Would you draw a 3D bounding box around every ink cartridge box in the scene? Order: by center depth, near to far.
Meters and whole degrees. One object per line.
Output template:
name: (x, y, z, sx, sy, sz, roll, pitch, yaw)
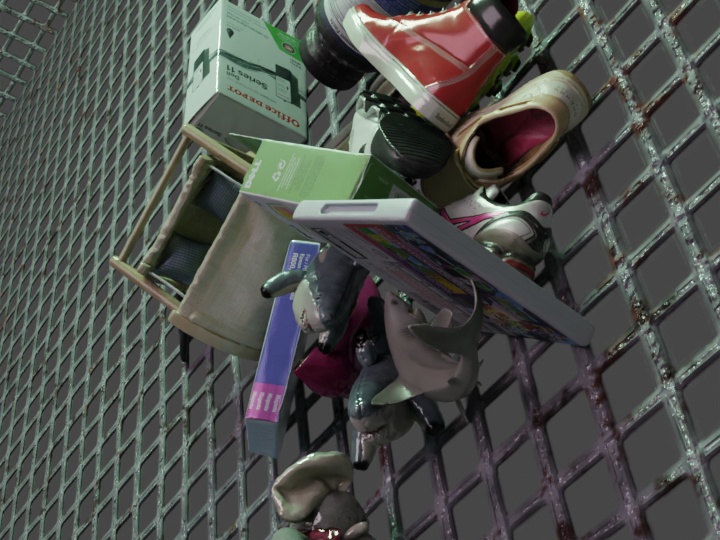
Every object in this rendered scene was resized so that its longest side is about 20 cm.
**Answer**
ink cartridge box: (-0.039, -0.068, 1.128, 0.200, 0.104, 0.059, 14, 76, 45)
ink cartridge box: (-0.080, 0.076, 1.271, 0.200, 0.043, 0.197, 98, -176, -68)
ink cartridge box: (-0.150, -0.245, 1.636, 0.083, 0.147, 0.200, -42, 37, 36)

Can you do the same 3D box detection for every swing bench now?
swing bench: (-0.158, -0.032, 1.440, 0.200, 0.130, 0.199, 37, 102, 41)

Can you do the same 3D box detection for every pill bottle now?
pill bottle: (0.018, -0.301, 1.418, 0.200, 0.112, 0.112, -41, 36, 40)

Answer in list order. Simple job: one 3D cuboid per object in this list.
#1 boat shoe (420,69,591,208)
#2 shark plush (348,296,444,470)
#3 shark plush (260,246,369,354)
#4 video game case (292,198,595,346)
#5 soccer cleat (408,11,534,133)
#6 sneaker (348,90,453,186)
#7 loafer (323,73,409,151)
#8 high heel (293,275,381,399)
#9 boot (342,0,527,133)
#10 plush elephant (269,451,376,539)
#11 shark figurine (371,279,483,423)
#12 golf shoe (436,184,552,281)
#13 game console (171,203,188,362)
boat shoe: (0.117, -0.110, 1.113, 0.200, 0.074, 0.069, -37, 6, 42)
shark plush: (0.025, 0.085, 1.115, 0.091, 0.083, 0.200, -22, 33, 29)
shark plush: (0.000, 0.000, 1.171, 0.200, 0.091, 0.083, -39, 4, -40)
video game case: (0.064, 0.000, 0.996, 0.182, 0.200, 0.023, 5, 65, 60)
soccer cleat: (0.092, -0.190, 1.218, 0.200, 0.084, 0.065, -47, -4, 34)
sneaker: (0.030, -0.102, 1.150, 0.200, 0.074, 0.089, -115, 42, -68)
loafer: (0.031, -0.147, 1.331, 0.200, 0.073, 0.071, -49, 42, 39)
high heel: (-0.030, 0.048, 1.239, 0.067, 0.096, 0.200, -51, 31, 26)
boot: (0.074, -0.237, 1.179, 0.144, 0.072, 0.200, -50, 46, 10)
plush elephant: (-0.029, 0.254, 1.038, 0.200, 0.165, 0.155, 22, 50, 34)
shark figurine: (0.050, 0.083, 0.994, 0.214, 0.089, 0.128, 174, 76, -77)
golf shoe: (0.102, -0.031, 1.103, 0.200, 0.073, 0.092, 9, 71, 57)
game console: (-0.199, -0.006, 1.669, 0.176, 0.116, 0.200, -25, 39, 9)
